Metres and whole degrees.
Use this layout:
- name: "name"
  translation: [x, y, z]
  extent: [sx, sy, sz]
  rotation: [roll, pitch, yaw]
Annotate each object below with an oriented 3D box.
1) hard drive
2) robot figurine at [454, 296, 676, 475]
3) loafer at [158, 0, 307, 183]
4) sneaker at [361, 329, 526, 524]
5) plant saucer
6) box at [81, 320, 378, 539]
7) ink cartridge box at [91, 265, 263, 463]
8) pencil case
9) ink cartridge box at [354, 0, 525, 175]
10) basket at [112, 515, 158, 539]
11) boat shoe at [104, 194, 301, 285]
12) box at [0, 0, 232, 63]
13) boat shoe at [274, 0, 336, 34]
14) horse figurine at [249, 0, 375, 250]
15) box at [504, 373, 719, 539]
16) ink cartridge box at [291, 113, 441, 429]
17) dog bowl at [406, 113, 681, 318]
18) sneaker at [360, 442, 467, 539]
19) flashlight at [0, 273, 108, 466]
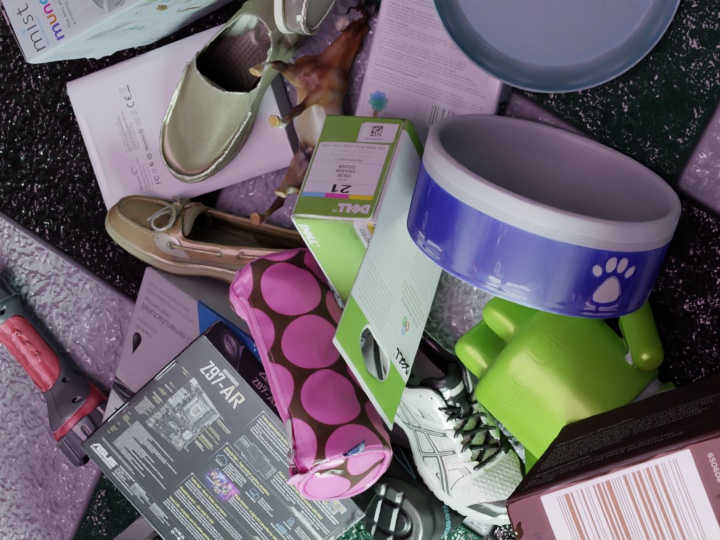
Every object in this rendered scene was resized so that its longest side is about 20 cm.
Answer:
- name: "hard drive"
  translation: [-0.154, -0.131, 1.638]
  extent: [0.199, 0.026, 0.133]
  rotation: [-16, 95, 27]
- name: "robot figurine"
  translation: [0.172, 0.099, 1.488]
  extent: [0.200, 0.116, 0.176]
  rotation: [42, 122, 10]
- name: "loafer"
  translation: [-0.116, -0.155, 1.561]
  extent: [0.076, 0.068, 0.200]
  rotation: [39, 116, 12]
- name: "sneaker"
  translation: [0.072, 0.122, 1.540]
  extent: [0.200, 0.076, 0.088]
  rotation: [47, 153, 14]
- name: "plant saucer"
  translation: [0.149, -0.238, 1.438]
  extent: [0.199, 0.027, 0.202]
  rotation: [1, 103, 3]
- name: "box"
  translation: [-0.110, 0.166, 1.556]
  extent: [0.160, 0.044, 0.200]
  rotation: [-42, 93, 23]
- name: "ink cartridge box"
  translation: [-0.140, 0.112, 1.642]
  extent: [0.144, 0.084, 0.201]
  rotation: [32, 115, 32]
- name: "pencil case"
  translation: [-0.045, 0.080, 1.495]
  extent: [0.201, 0.093, 0.091]
  rotation: [67, 148, 28]
- name: "ink cartridge box"
  translation: [0.068, -0.177, 1.515]
  extent: [0.119, 0.042, 0.201]
  rotation: [20, 112, 19]
- name: "basket"
  translation: [-0.168, 0.337, 1.662]
  extent: [0.160, 0.198, 0.201]
  rotation: [32, 113, 13]
- name: "boat shoe"
  translation: [-0.124, -0.030, 1.612]
  extent: [0.200, 0.073, 0.063]
  rotation: [22, 127, 13]
- name: "box"
  translation: [-0.169, -0.250, 1.520]
  extent: [0.176, 0.200, 0.097]
  rotation: [-23, 92, 29]
- name: "boat shoe"
  translation: [-0.008, -0.276, 1.488]
  extent: [0.059, 0.072, 0.201]
  rotation: [22, 88, 20]
- name: "horse figurine"
  translation: [-0.041, -0.113, 1.548]
  extent: [0.050, 0.132, 0.201]
  rotation: [15, 120, 29]
- name: "box"
  translation: [0.223, 0.185, 1.317]
  extent: [0.165, 0.200, 0.165]
  rotation: [-21, 93, 22]
- name: "ink cartridge box"
  translation: [0.000, 0.000, 1.476]
  extent: [0.075, 0.148, 0.201]
  rotation: [6, 60, 24]
- name: "dog bowl"
  translation: [0.138, -0.044, 1.423]
  extent: [0.199, 0.200, 0.079]
  rotation: [24, 114, 18]
- name: "sneaker"
  translation: [0.006, 0.179, 1.616]
  extent: [0.200, 0.079, 0.076]
  rotation: [33, 121, 37]
- name: "flashlight"
  translation: [-0.301, 0.087, 1.733]
  extent: [0.200, 0.068, 0.068]
  rotation: [49, 151, 2]
